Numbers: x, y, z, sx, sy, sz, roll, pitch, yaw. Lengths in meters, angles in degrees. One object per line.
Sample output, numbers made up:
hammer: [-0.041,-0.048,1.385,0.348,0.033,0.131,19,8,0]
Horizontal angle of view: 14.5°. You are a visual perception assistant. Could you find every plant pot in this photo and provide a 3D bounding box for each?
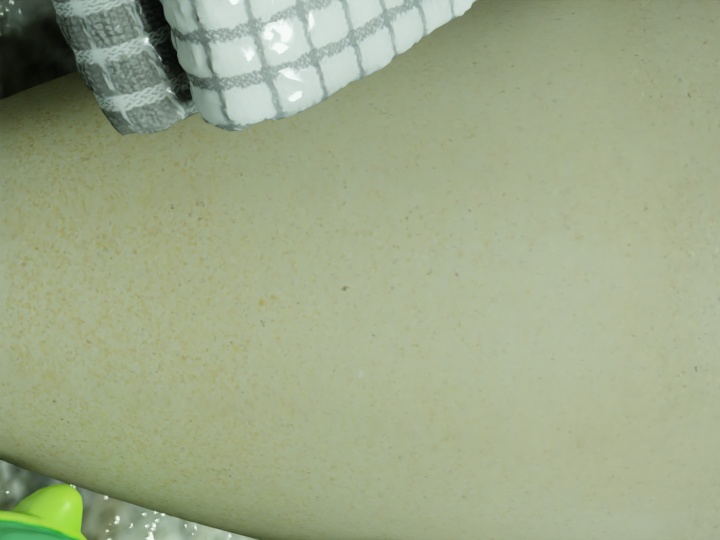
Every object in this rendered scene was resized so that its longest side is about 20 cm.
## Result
plant pot: [0.000,0.000,0.756,0.199,0.187,0.188,0,101,-8]

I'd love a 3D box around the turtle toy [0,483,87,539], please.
turtle toy: [-0.094,0.149,0.686,0.146,0.101,0.201,28,72,-50]

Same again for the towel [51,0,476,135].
towel: [-0.014,-0.146,0.699,0.200,0.085,0.166,-40,120,-43]
